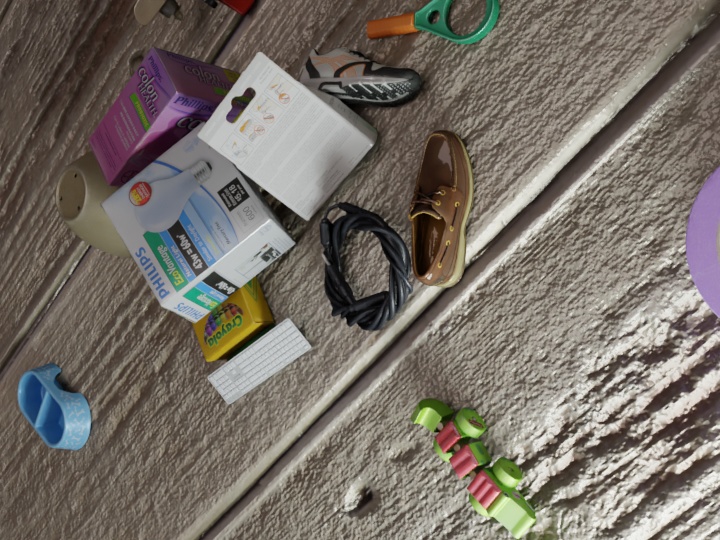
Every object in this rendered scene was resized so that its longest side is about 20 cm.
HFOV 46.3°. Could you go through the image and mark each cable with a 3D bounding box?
[{"bbox_3d":[0.000,0.000,1.129,0.199,0.050,0.166,27,112,51],"label":"cable"}]

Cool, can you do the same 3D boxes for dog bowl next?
[{"bbox_3d":[-0.589,0.261,1.608,0.199,0.049,0.113,36,110,32],"label":"dog bowl"}]

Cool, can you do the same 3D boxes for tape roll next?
[{"bbox_3d":[0.427,-0.028,0.822,0.198,0.065,0.204,-2,87,38],"label":"tape roll"}]

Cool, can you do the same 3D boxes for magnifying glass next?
[{"bbox_3d":[0.092,-0.334,1.116,0.198,0.022,0.081,1,89,38],"label":"magnifying glass"}]

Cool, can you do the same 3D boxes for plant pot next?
[{"bbox_3d":[-0.443,-0.125,1.453,0.198,0.134,0.204,-1,89,37],"label":"plant pot"}]

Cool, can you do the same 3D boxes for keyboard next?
[{"bbox_3d":[-0.157,0.141,1.285,0.199,0.011,0.056,-36,101,31],"label":"keyboard"}]

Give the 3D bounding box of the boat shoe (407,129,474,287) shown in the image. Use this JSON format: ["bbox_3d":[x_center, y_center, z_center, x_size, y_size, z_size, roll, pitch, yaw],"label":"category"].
[{"bbox_3d":[0.099,-0.080,1.074,0.071,0.067,0.204,3,90,37],"label":"boat shoe"}]

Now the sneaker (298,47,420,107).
[{"bbox_3d":[-0.005,-0.272,1.159,0.197,0.074,0.081,8,77,31],"label":"sneaker"}]

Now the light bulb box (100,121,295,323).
[{"bbox_3d":[-0.238,-0.068,1.242,0.199,0.125,0.199,-38,70,2],"label":"light bulb box"}]

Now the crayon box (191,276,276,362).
[{"bbox_3d":[-0.211,0.052,1.321,0.127,0.050,0.202,-37,68,30],"label":"crayon box"}]

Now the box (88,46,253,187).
[{"bbox_3d":[-0.288,-0.223,1.309,0.200,0.175,0.097,-45,64,27],"label":"box"}]

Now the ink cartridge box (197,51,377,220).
[{"bbox_3d":[-0.101,-0.188,1.168,0.199,0.050,0.161,37,118,-15],"label":"ink cartridge box"}]

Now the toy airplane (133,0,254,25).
[{"bbox_3d":[-0.269,-0.494,1.325,0.196,0.141,0.203,-6,99,5],"label":"toy airplane"}]

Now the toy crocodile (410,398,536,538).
[{"bbox_3d":[0.139,0.238,1.038,0.068,0.061,0.201,-50,62,25],"label":"toy crocodile"}]
